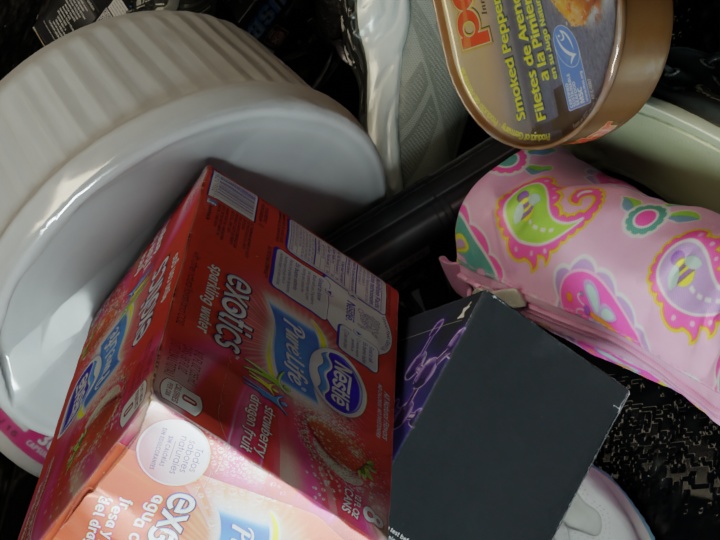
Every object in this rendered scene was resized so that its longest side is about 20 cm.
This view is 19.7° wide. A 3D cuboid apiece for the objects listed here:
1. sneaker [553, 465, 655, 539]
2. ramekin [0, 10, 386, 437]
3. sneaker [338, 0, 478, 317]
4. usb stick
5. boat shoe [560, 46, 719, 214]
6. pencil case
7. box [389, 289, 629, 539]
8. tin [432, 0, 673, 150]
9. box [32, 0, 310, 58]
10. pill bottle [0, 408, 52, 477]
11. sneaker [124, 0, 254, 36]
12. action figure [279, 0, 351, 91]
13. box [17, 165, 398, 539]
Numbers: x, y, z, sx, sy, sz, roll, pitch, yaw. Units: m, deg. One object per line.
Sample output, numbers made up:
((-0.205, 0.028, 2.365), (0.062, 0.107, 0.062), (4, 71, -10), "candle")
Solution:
((0.073, 0.151, 0.822), (0.076, 0.081, 0.200), (-33, 44, 33), "sneaker")
((-0.095, -0.026, 0.920), (0.202, 0.202, 0.094), (-48, 58, 16), "ramekin")
((0.034, -0.074, 0.994), (0.074, 0.079, 0.201), (150, 117, -83), "sneaker")
((0.000, 0.000, 0.929), (0.200, 0.055, 0.033), (-32, 60, -11), "usb stick")
((0.138, -0.068, 0.897), (0.066, 0.075, 0.199), (-44, 34, -16), "boat shoe")
((0.120, 0.009, 0.851), (0.200, 0.087, 0.088), (27, 88, 50), "pencil case")
((0.007, 0.098, 0.858), (0.141, 0.079, 0.200), (-58, 13, -21), "box")
((0.071, -0.149, 0.865), (0.112, 0.042, 0.200), (-18, 81, 48), "tin")
((-0.098, -0.170, 1.238), (0.199, 0.050, 0.200), (-50, 39, 11), "box")
((-0.111, 0.013, 1.086), (0.200, 0.113, 0.113), (-43, 42, 22), "pill bottle")
((-0.080, -0.108, 1.096), (0.200, 0.090, 0.067), (104, 161, -49), "sneaker")
((0.020, -0.179, 1.077), (0.119, 0.102, 0.200), (58, 139, 40), "action figure")
((-0.052, 0.057, 0.779), (0.096, 0.100, 0.200), (-52, 14, 22), "box")
